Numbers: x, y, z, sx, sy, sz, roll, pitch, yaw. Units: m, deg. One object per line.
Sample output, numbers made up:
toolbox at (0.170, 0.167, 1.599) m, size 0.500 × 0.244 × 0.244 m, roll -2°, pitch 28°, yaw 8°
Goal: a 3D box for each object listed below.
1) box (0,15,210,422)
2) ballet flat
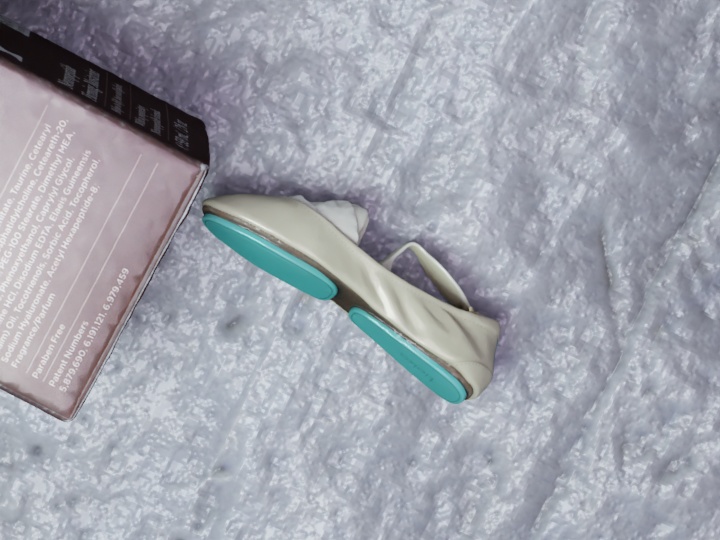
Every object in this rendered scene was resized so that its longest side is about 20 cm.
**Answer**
box at (-0.207, -0.046, 1.672) m, size 0.200 × 0.166 × 0.165 m, roll 28°, pitch 98°, yaw -9°
ballet flat at (0.000, 0.000, 1.755) m, size 0.200 × 0.069 × 0.070 m, roll 36°, pitch 96°, yaw -11°
